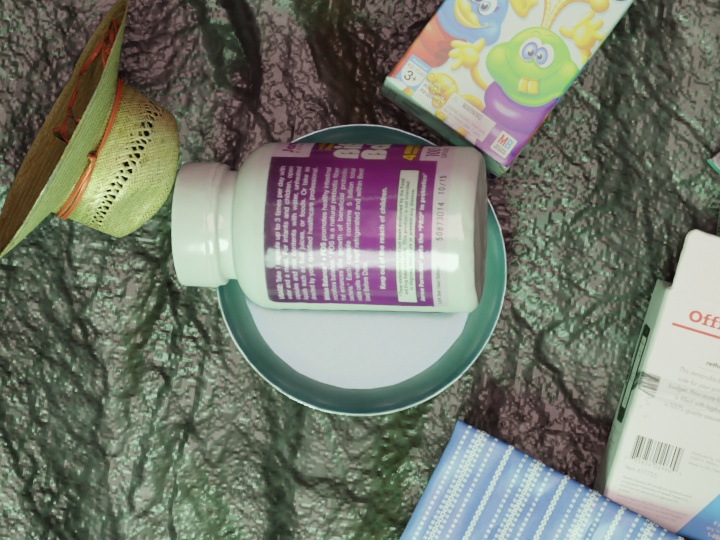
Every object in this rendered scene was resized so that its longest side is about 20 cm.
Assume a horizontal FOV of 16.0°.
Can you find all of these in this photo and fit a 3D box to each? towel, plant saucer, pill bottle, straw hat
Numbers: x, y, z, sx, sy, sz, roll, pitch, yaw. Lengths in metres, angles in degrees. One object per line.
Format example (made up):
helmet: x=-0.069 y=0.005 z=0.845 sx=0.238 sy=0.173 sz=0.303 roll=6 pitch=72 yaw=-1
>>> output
towel: x=0.119 y=0.208 z=1.705 sx=0.200 sy=0.024 sz=0.145 roll=28 pitch=94 yaw=16
plant saucer: x=0.000 y=0.000 z=1.760 sx=0.200 sy=0.027 sz=0.200 roll=0 pitch=87 yaw=-2
pill bottle: x=-0.019 y=-0.029 z=1.686 sx=0.200 sy=0.112 sz=0.112 roll=1 pitch=88 yaw=7
straw hat: x=-0.164 y=-0.074 z=1.689 sx=0.085 sy=0.201 sz=0.201 roll=27 pitch=87 yaw=-15

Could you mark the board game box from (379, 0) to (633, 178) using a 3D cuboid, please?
board game box: x=0.114 y=-0.174 z=1.731 sx=0.103 sy=0.105 sz=0.200 roll=36 pitch=88 yaw=-1

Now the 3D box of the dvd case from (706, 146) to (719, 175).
dvd case: x=0.361 y=-0.093 z=1.777 sx=0.200 sy=0.022 sz=0.146 roll=-44 pitch=90 yaw=-1

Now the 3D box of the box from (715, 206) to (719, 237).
box: x=0.296 y=-0.113 z=1.720 sx=0.078 sy=0.095 sz=0.200 roll=9 pitch=89 yaw=-1

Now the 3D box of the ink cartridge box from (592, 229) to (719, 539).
ink cartridge box: x=0.241 y=0.079 z=1.733 sx=0.116 sy=0.068 sz=0.200 roll=17 pitch=95 yaw=-2
